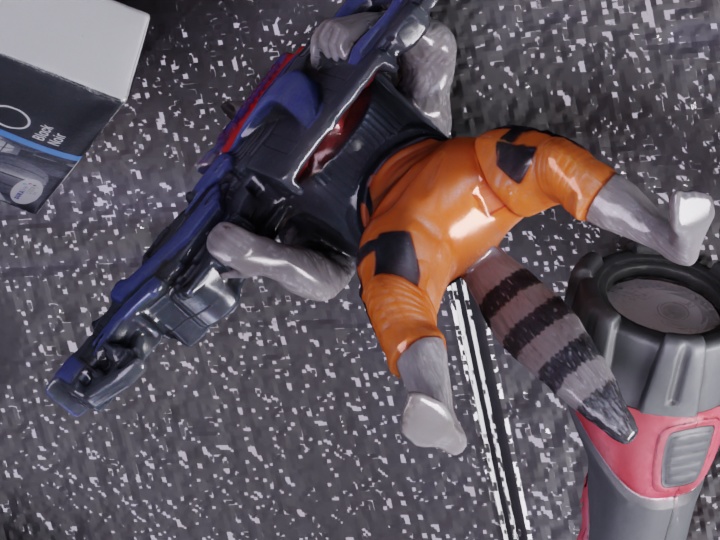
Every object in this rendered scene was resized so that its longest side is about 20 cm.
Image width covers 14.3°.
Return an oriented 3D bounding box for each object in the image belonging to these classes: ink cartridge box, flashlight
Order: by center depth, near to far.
[{"bbox_3d":[-0.176,-0.083,0.912,0.200,0.039,0.099,21,153,-15],"label":"ink cartridge box"},{"bbox_3d":[0.086,0.088,1.003,0.068,0.068,0.200,19,124,12],"label":"flashlight"}]

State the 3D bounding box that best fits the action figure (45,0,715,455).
[{"bbox_3d":[0.000,0.000,0.948,0.200,0.193,0.105,-47,130,-1],"label":"action figure"}]
